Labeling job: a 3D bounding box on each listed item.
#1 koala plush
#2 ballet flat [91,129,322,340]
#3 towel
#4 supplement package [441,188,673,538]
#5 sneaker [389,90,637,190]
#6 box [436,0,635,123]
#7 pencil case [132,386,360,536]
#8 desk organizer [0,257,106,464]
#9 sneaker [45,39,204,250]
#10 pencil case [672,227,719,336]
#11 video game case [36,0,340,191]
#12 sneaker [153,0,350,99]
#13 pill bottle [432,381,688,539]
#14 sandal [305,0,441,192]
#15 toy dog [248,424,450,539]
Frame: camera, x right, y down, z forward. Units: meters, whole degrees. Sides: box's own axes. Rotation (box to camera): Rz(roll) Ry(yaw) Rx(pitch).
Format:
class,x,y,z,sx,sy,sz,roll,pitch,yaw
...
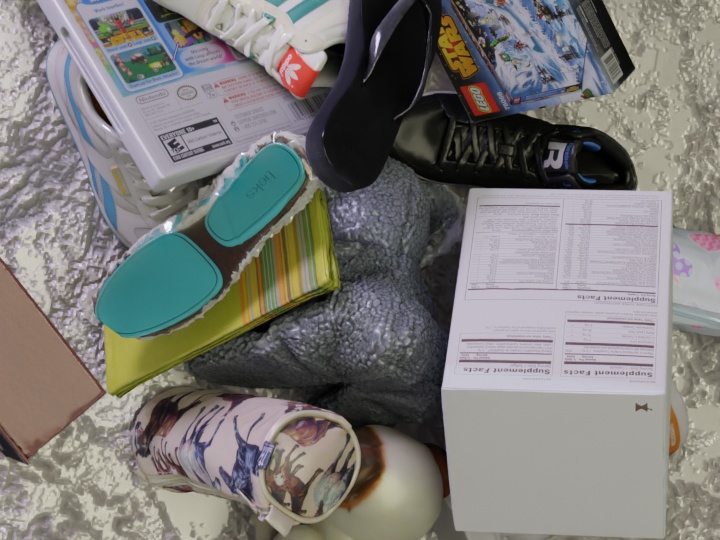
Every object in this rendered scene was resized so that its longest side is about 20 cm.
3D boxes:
class,x,y,z,sx,sy,sz,roll,pitch,yaw
koala plush,0.000,0.000,1.590,0.177,0.184,0.200,28,63,-28
ballet flat,-0.097,-0.022,1.505,0.200,0.072,0.072,-39,106,17
towel,-0.101,0.017,1.539,0.018,0.200,0.086,38,35,-43
supplement package,0.144,0.063,1.536,0.150,0.200,0.152,1,134,9
sneaker,0.118,-0.095,1.646,0.200,0.112,0.073,11,88,-19
box,0.095,-0.208,1.555,0.040,0.137,0.200,-46,116,-39
pencil case,-0.088,0.131,1.544,0.089,0.200,0.078,-46,115,-24
desk organizer,-0.275,0.035,1.536,0.077,0.072,0.200,-40,104,-16
sneaker,-0.159,-0.081,1.567,0.076,0.081,0.200,-34,104,-17
pencil case,0.229,0.005,1.699,0.200,0.091,0.083,9,115,-21
video game case,-0.109,-0.157,1.539,0.200,0.024,0.182,-20,71,-38
sneaker,-0.059,-0.173,1.514,0.199,0.070,0.094,15,47,-24
pill bottle,0.143,0.137,1.663,0.200,0.112,0.112,-32,102,-16
sandal,0.021,-0.140,1.492,0.076,0.043,0.200,37,55,-32
toy dog,-0.003,0.211,1.570,0.139,0.194,0.200,6,94,-32
